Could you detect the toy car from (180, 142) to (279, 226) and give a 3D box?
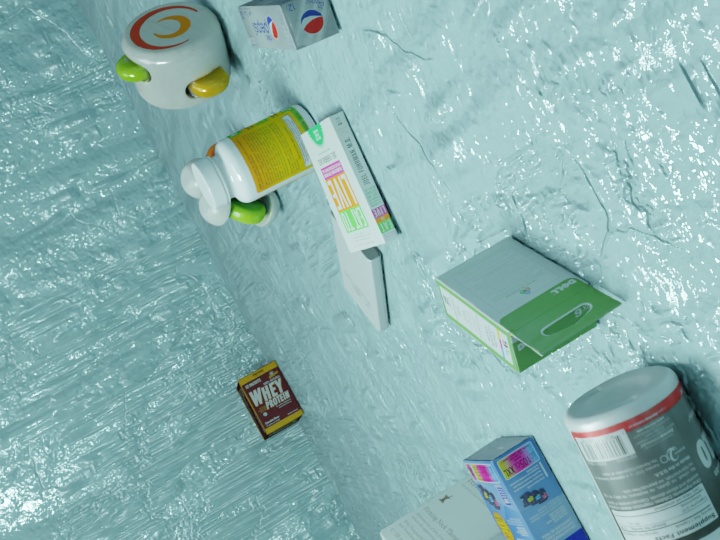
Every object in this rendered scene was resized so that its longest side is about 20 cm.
[{"bbox_3d":[-0.251,-0.185,2.030,0.200,0.175,0.150,52,126,34],"label":"toy car"}]

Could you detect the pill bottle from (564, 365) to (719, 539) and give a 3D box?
[{"bbox_3d":[0.285,0.202,0.944,0.201,0.114,0.114,63,165,-4],"label":"pill bottle"}]

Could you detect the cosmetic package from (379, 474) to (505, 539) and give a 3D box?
[{"bbox_3d":[0.171,0.471,1.625,0.167,0.200,0.167,31,147,62],"label":"cosmetic package"}]

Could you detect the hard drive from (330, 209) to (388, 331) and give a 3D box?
[{"bbox_3d":[0.000,0.000,1.708,0.132,0.026,0.200,52,162,35],"label":"hard drive"}]

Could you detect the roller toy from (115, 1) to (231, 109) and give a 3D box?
[{"bbox_3d":[-0.333,-0.391,1.840,0.140,0.199,0.183,79,-167,-47],"label":"roller toy"}]

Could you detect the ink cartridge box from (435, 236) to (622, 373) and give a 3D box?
[{"bbox_3d":[0.176,0.042,1.047,0.200,0.104,0.059,39,153,55],"label":"ink cartridge box"}]

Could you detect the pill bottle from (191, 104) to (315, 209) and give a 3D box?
[{"bbox_3d":[-0.165,-0.178,1.610,0.111,0.200,0.111,55,163,25],"label":"pill bottle"}]

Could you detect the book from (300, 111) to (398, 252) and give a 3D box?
[{"bbox_3d":[-0.015,-0.132,1.508,0.201,0.048,0.134,65,161,-5],"label":"book"}]

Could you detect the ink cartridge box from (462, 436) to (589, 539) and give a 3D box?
[{"bbox_3d":[0.240,0.340,1.416,0.200,0.076,0.136,60,165,3],"label":"ink cartridge box"}]

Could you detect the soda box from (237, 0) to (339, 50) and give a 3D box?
[{"bbox_3d":[-0.101,-0.344,1.364,0.200,0.068,0.064,29,143,63],"label":"soda box"}]

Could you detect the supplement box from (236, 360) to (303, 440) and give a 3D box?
[{"bbox_3d":[-0.293,0.420,3.211,0.198,0.132,0.200,60,165,9],"label":"supplement box"}]
